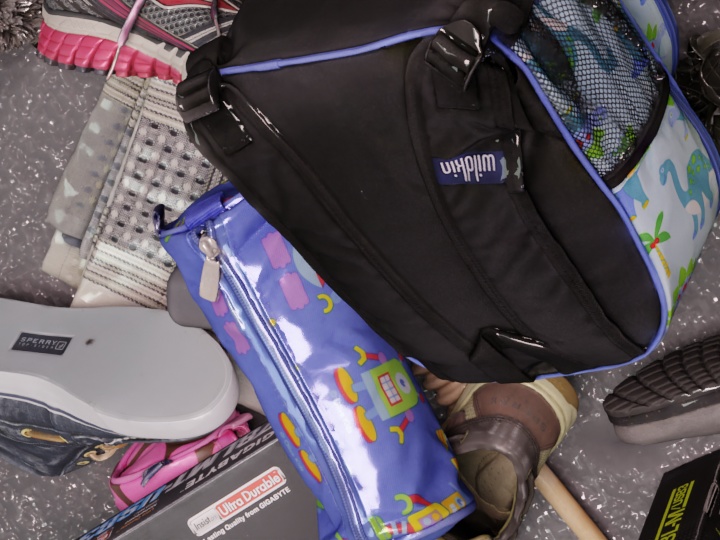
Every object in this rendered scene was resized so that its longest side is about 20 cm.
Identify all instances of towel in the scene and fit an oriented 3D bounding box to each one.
[{"bbox_3d":[-0.064,-0.024,1.056,0.199,0.035,0.193,29,119,7],"label":"towel"}]

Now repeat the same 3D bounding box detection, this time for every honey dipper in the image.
[{"bbox_3d":[0.094,0.110,1.059,0.038,0.038,0.200,-34,99,25],"label":"honey dipper"}]

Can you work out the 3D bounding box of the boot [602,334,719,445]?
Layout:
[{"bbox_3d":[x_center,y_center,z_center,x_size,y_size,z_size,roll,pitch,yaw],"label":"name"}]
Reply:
[{"bbox_3d":[0.226,0.092,0.973,0.198,0.070,0.133,-13,105,10],"label":"boot"}]

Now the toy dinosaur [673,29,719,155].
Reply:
[{"bbox_3d":[0.103,-0.072,0.958,0.135,0.102,0.201,11,143,35],"label":"toy dinosaur"}]

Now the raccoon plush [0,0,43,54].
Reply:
[{"bbox_3d":[-0.195,-0.175,0.992,0.096,0.134,0.201,18,114,12],"label":"raccoon plush"}]

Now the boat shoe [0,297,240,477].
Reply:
[{"bbox_3d":[-0.138,0.070,1.082,0.199,0.071,0.091,10,142,32],"label":"boat shoe"}]

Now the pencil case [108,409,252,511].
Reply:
[{"bbox_3d":[-0.059,0.174,1.104,0.093,0.091,0.201,-22,104,23],"label":"pencil case"}]

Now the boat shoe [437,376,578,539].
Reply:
[{"bbox_3d":[0.048,0.118,1.027,0.073,0.065,0.201,31,140,10],"label":"boat shoe"}]

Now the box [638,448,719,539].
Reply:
[{"bbox_3d":[0.196,0.212,0.975,0.047,0.193,0.201,-29,100,23],"label":"box"}]

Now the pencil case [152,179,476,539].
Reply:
[{"bbox_3d":[-0.021,0.043,0.944,0.078,0.087,0.201,-26,92,31],"label":"pencil case"}]

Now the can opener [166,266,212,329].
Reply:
[{"bbox_3d":[0.000,0.000,1.002,0.198,0.053,0.067,5,105,19],"label":"can opener"}]

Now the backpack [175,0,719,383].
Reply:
[{"bbox_3d":[0.054,-0.058,0.840,0.182,0.147,0.200,-7,132,42],"label":"backpack"}]

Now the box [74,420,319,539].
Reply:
[{"bbox_3d":[-0.059,0.201,1.044,0.199,0.050,0.199,-32,104,13],"label":"box"}]

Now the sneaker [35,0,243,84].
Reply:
[{"bbox_3d":[-0.069,-0.123,0.961,0.199,0.081,0.075,12,102,22],"label":"sneaker"}]
